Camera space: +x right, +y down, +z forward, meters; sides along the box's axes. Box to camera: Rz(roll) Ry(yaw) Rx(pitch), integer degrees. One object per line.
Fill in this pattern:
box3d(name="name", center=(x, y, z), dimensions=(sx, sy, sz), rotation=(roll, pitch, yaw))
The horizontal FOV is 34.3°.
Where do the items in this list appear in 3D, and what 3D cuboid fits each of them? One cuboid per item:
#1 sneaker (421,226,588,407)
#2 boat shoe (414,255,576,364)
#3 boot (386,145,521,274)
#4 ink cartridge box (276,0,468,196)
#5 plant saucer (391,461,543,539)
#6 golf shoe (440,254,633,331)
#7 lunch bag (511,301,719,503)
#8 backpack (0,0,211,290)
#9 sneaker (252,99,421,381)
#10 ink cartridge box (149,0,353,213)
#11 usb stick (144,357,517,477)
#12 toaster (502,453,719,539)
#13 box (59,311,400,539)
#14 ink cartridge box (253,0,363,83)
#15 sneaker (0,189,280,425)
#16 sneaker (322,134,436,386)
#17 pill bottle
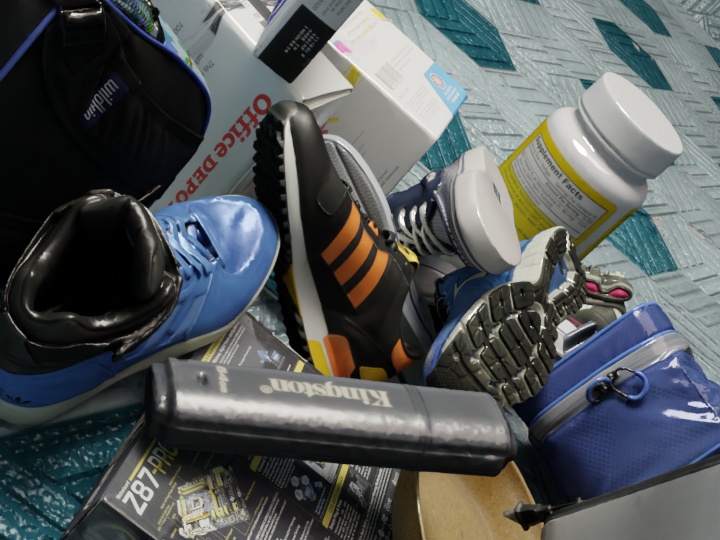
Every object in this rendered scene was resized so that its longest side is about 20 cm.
box3d(name="sneaker", center=(0.089, 0.039, 0.809), dimensions=(0.200, 0.089, 0.079), rotation=(-40, 109, -53))
box3d(name="boat shoe", center=(0.098, 0.057, 0.908), dimensions=(0.199, 0.074, 0.066), rotation=(24, 36, -13))
box3d(name="boot", center=(0.058, -0.029, 0.818), dimensions=(0.073, 0.090, 0.200), rotation=(62, 13, -9))
box3d(name="ink cartridge box", center=(-0.036, -0.147, 0.932), dimensions=(0.200, 0.125, 0.129), rotation=(42, 28, -3))
box3d(name="plant saucer", center=(0.068, 0.178, 0.686), dimensions=(0.200, 0.035, 0.201), rotation=(48, 29, -38))
box3d(name="golf shoe", center=(0.127, 0.025, 0.966), dimensions=(0.198, 0.089, 0.077), rotation=(14, -1, -7))
box3d(name="lunch bag", center=(0.193, 0.109, 0.844), dimensions=(0.133, 0.135, 0.200), rotation=(57, 6, 26))
box3d(name="backpack", center=(-0.181, -0.088, 0.602), dimensions=(0.147, 0.183, 0.200), rotation=(47, 7, 19))
box3d(name="sneaker", center=(-0.009, -0.016, 0.731), dimensions=(0.089, 0.202, 0.070), rotation=(-16, 26, -15))
box3d(name="ink cartridge box", center=(-0.125, -0.139, 0.786), dimensions=(0.200, 0.144, 0.084), rotation=(49, 28, 7))
box3d(name="usb stick", center=(-0.013, 0.077, 0.611), dimensions=(0.198, 0.033, 0.056), rotation=(8, 37, -18))
box3d(name="toaster", center=(0.199, 0.196, 0.636), dimensions=(0.180, 0.200, 0.119), rotation=(34, 52, -19))
box3d(name="box", center=(-0.052, 0.123, 0.640), dimensions=(0.161, 0.049, 0.200), rotation=(41, 28, -10))
box3d(name="ink cartridge box", center=(-0.016, -0.199, 0.758), dimensions=(0.037, 0.095, 0.201), rotation=(36, 27, -18))
box3d(name="sneaker", center=(-0.104, -0.002, 0.602), dimensions=(0.199, 0.111, 0.077), rotation=(-31, 78, -37))
box3d(name="sneaker", center=(0.000, 0.000, 0.811), dimensions=(0.071, 0.072, 0.201), rotation=(-81, 153, -74))
box3d(name="pill bottle", center=(0.180, -0.070, 1.032), dimensions=(0.114, 0.200, 0.115), rotation=(32, 31, -22))
